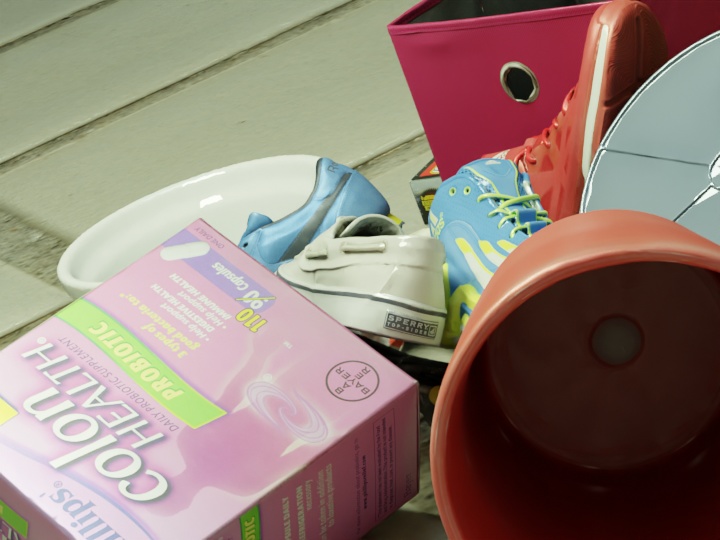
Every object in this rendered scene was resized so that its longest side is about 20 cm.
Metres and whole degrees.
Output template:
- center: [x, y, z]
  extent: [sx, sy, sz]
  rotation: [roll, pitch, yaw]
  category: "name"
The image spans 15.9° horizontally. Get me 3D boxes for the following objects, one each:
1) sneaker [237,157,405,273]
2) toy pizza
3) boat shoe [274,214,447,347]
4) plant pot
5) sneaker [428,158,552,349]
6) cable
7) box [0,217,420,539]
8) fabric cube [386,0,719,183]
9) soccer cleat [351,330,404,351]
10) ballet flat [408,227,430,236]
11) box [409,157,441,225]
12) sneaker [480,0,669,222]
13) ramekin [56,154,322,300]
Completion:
- center: [-0.063, 0.017, 1.625]
  extent: [0.200, 0.078, 0.066]
  rotation: [-49, 1, -2]
  category: "sneaker"
- center: [0.204, -0.047, 1.371]
  extent: [0.200, 0.032, 0.200]
  rotation: [-25, 47, 29]
  category: "toy pizza"
- center: [0.000, 0.000, 1.446]
  extent: [0.072, 0.066, 0.200]
  rotation: [13, 0, -14]
  category: "boat shoe"
- center: [0.128, 0.059, 1.224]
  extent: [0.200, 0.201, 0.177]
  rotation: [-19, 16, 5]
  category: "plant pot"
- center: [0.075, -0.011, 1.400]
  extent: [0.076, 0.105, 0.200]
  rotation: [-8, -2, -20]
  category: "sneaker"
- center: [0.039, 0.054, 1.455]
  extent: [0.200, 0.050, 0.097]
  rotation: [28, 38, 28]
  category: "cable"
- center: [-0.099, 0.095, 1.373]
  extent: [0.200, 0.097, 0.176]
  rotation: [-35, 55, -27]
  category: "box"
- center: [0.170, -0.111, 1.641]
  extent: [0.196, 0.199, 0.200]
  rotation: [-1, 27, 43]
  category: "fabric cube"
- center: [-0.022, 0.082, 1.530]
  extent: [0.078, 0.069, 0.200]
  rotation: [-44, 11, 35]
  category: "soccer cleat"
- center: [0.059, 0.009, 1.622]
  extent: [0.068, 0.068, 0.200]
  rotation: [-31, 22, -33]
  category: "ballet flat"
- center: [0.140, -0.098, 1.882]
  extent: [0.137, 0.040, 0.200]
  rotation: [-6, 23, 34]
  category: "box"
- center: [0.111, -0.073, 1.513]
  extent: [0.115, 0.200, 0.078]
  rotation: [22, 30, 32]
  category: "sneaker"
- center: [-0.096, 0.006, 1.745]
  extent: [0.200, 0.098, 0.200]
  rotation: [-17, 19, 6]
  category: "ramekin"
